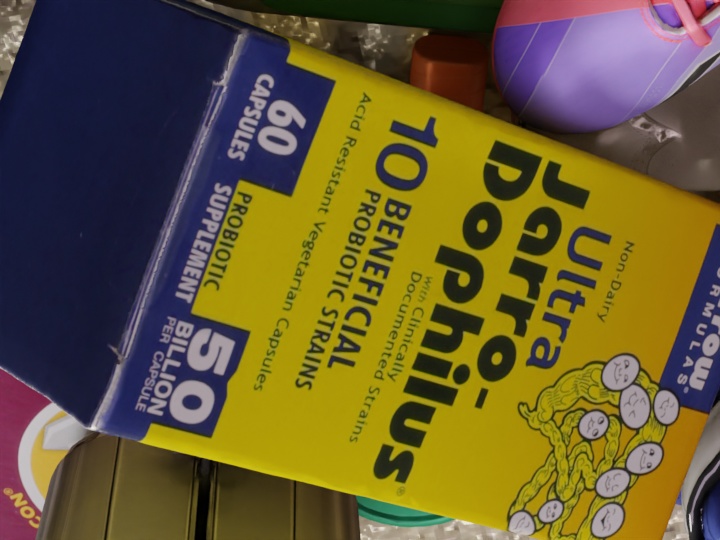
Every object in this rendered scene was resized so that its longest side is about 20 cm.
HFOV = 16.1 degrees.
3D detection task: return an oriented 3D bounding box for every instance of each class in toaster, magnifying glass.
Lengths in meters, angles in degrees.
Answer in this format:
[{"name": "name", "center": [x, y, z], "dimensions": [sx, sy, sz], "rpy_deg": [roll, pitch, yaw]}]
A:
[{"name": "toaster", "center": [-0.054, 0.144, 0.797], "dimensions": [0.114, 0.129, 0.200], "rpy_deg": [4, 125, -2]}, {"name": "magnifying glass", "center": [0.022, 0.009, 0.892], "dimensions": [0.080, 0.022, 0.200], "rpy_deg": [5, 126, 0]}]

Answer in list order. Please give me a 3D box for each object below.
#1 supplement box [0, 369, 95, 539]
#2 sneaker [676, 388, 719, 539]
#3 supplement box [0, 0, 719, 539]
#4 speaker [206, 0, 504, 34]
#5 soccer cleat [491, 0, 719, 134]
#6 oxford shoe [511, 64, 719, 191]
[{"name": "supplement box", "center": [-0.086, 0.059, 0.880], "dimensions": [0.131, 0.103, 0.200], "rpy_deg": [12, 125, -7]}, {"name": "sneaker", "center": [0.123, 0.053, 0.820], "dimensions": [0.080, 0.115, 0.199], "rpy_deg": [19, 153, -8]}, {"name": "supplement box", "center": [0.000, 0.000, 0.719], "dimensions": [0.200, 0.109, 0.109], "rpy_deg": [17, 96, -37]}, {"name": "speaker", "center": [0.040, -0.112, 0.750], "dimensions": [0.200, 0.088, 0.089], "rpy_deg": [4, 125, -14]}, {"name": "soccer cleat", "center": [0.123, -0.102, 0.685], "dimensions": [0.200, 0.076, 0.067], "rpy_deg": [-34, 113, 1]}, {"name": "oxford shoe", "center": [0.146, -0.055, 0.807], "dimensions": [0.200, 0.074, 0.071], "rpy_deg": [-11, 123, 10]}]
